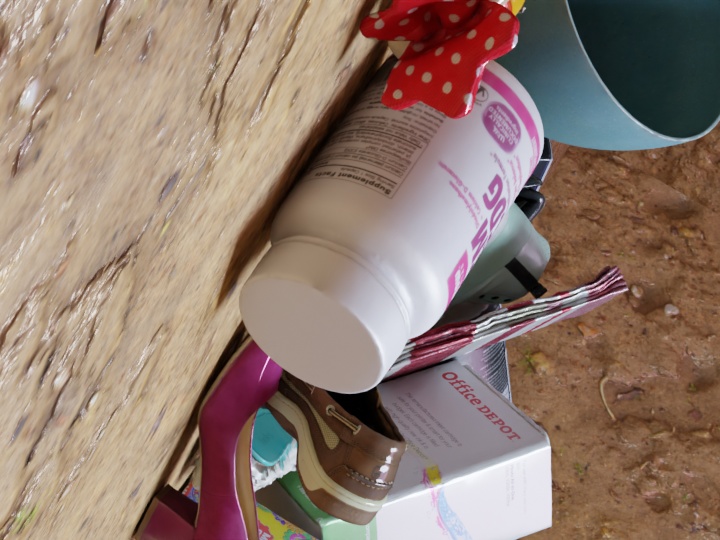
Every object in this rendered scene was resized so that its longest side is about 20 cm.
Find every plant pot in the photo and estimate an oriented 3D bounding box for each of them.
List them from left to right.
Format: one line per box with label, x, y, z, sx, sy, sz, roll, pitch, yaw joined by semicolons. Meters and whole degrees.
plant pot;0.151;-0.169;1.522;0.135;0.200;0.200;-18;-154;41

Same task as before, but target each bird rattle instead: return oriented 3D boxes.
bird rattle;0.073;-0.159;1.219;0.200;0.113;0.163;-55;-170;-15

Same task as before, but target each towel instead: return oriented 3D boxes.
towel;0.095;0.045;1.656;0.200;0.023;0.144;-18;174;-11

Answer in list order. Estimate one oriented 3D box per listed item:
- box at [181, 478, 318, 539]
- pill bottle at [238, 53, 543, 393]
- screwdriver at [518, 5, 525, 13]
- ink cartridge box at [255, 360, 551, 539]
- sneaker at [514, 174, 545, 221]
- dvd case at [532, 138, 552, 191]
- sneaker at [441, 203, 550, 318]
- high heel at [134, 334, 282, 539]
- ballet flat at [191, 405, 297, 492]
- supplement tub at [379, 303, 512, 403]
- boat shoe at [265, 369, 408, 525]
box;-0.134;0.288;1.540;0.200;0.122;0.193;-53;171;-49
pill bottle;0.018;-0.031;1.268;0.200;0.113;0.113;-56;173;-33
screwdriver;0.083;-0.161;1.356;0.200;0.029;0.028;-164;-113;-76
ink cartridge box;0.028;0.158;1.655;0.200;0.145;0.088;-18;122;-22
sneaker;0.101;-0.080;1.783;0.076;0.114;0.199;-60;177;27
dvd case;0.123;-0.106;1.899;0.200;0.025;0.151;112;-25;-57
sneaker;0.060;0.024;1.699;0.200;0.074;0.118;-37;141;16
high heel;-0.068;0.125;1.410;0.200;0.096;0.067;-61;174;17
ballet flat;-0.071;0.120;1.569;0.072;0.072;0.200;-61;168;19
supplement tub;0.066;0.106;1.817;0.123;0.122;0.200;-53;142;-52
boat shoe;-0.013;0.083;1.433;0.075;0.075;0.202;-59;-148;19
